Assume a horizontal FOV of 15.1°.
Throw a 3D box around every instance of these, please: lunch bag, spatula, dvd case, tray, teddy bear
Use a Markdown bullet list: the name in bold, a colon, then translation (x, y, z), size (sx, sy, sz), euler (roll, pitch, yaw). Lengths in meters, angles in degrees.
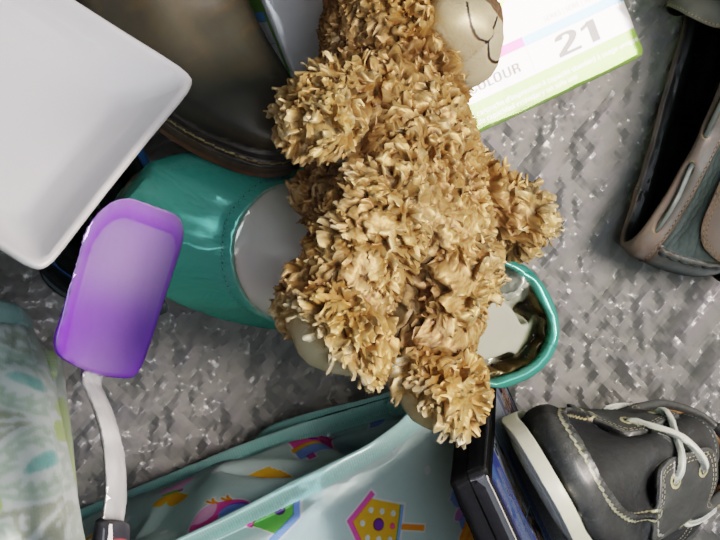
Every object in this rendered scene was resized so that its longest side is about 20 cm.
- **lunch bag**: translation (-0.025, 0.154, 1.093), size (0.200, 0.122, 0.171), euler (-25, 101, -10)
- **spatula**: translation (-0.092, 0.074, 0.967), size (0.056, 0.020, 0.201), euler (22, 68, -57)
- **dvd case**: translation (0.072, 0.119, 1.072), size (0.018, 0.200, 0.143), euler (-24, 98, 8)
- **tray**: translation (-0.171, -0.084, 0.990), size (0.200, 0.022, 0.107), euler (33, 57, 4)
- **teddy bear**: translation (0.020, -0.034, 0.989), size (0.145, 0.067, 0.200), euler (41, 45, -21)

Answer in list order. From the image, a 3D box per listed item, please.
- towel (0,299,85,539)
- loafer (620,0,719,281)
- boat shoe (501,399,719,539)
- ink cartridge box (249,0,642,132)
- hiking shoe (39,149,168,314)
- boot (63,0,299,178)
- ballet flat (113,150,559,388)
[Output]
- **towel**: translation (-0.185, 0.078, 0.960), size (0.200, 0.048, 0.172), euler (13, 52, -37)
- **loafer**: translation (0.157, -0.095, 1.165), size (0.063, 0.072, 0.201), euler (7, 94, -13)
- **boat shoe**: translation (0.109, 0.076, 1.098), size (0.068, 0.200, 0.072), euler (-34, 73, 12)
- **ink cartridge box**: translation (0.005, -0.151, 1.103), size (0.148, 0.076, 0.201), euler (-26, 103, -16)
- **hiking shoe**: translation (-0.129, -0.076, 1.056), size (0.074, 0.087, 0.200), euler (-37, 105, -14)
- **boot**: translation (-0.075, -0.131, 1.020), size (0.075, 0.097, 0.200), euler (-27, 70, -40)
- **ballet flat**: translation (0.000, 0.000, 1.047), size (0.200, 0.070, 0.068), euler (18, 89, -34)
